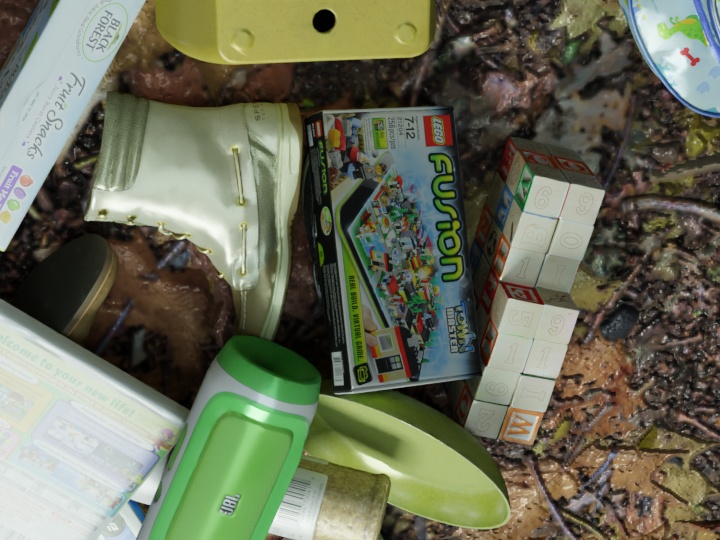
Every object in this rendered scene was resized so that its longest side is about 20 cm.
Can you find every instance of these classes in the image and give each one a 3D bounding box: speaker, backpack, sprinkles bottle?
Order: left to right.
[{"bbox_3d":[-0.100,0.152,1.165,0.088,0.089,0.201,20,104,-17],"label":"speaker"},{"bbox_3d":[-0.079,0.169,1.245,0.198,0.068,0.069,14,112,2],"label":"sprinkles bottle"},{"bbox_3d":[0.284,-0.205,1.117,0.199,0.147,0.184,-27,115,12],"label":"backpack"}]

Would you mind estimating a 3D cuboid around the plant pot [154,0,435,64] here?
[{"bbox_3d":[-0.034,-0.228,1.039,0.198,0.177,0.202,-3,114,-8],"label":"plant pot"}]

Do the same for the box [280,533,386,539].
[{"bbox_3d":[-0.012,0.303,1.364,0.144,0.036,0.200,-34,116,6],"label":"box"}]

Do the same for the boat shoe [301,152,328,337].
[{"bbox_3d":[-0.001,0.001,1.209,0.071,0.066,0.202,-9,115,-3],"label":"boat shoe"}]

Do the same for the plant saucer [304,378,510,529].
[{"bbox_3d":[0.030,0.137,1.233,0.200,0.200,0.031,37,65,-22],"label":"plant saucer"}]

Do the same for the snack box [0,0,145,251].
[{"bbox_3d":[-0.211,-0.129,1.073,0.053,0.142,0.201,27,107,-20],"label":"snack box"}]

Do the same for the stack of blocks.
[{"bbox_3d":[0.121,0.014,1.210,0.058,0.115,0.201,11,111,-14],"label":"stack of blocks"}]

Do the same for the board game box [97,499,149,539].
[{"bbox_3d":[-0.234,0.280,1.303,0.195,0.056,0.201,-27,116,3],"label":"board game box"}]

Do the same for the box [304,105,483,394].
[{"bbox_3d":[0.024,-0.017,1.160,0.109,0.035,0.202,-6,88,-25],"label":"box"}]

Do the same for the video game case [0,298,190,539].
[{"bbox_3d":[-0.256,0.124,1.177,0.199,0.022,0.182,33,110,-21],"label":"video game case"}]

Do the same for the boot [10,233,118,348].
[{"bbox_3d":[-0.230,0.059,1.207,0.075,0.074,0.201,21,114,-39],"label":"boot"}]

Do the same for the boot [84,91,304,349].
[{"bbox_3d":[-0.126,-0.030,1.172,0.153,0.072,0.202,3,109,-12],"label":"boot"}]
